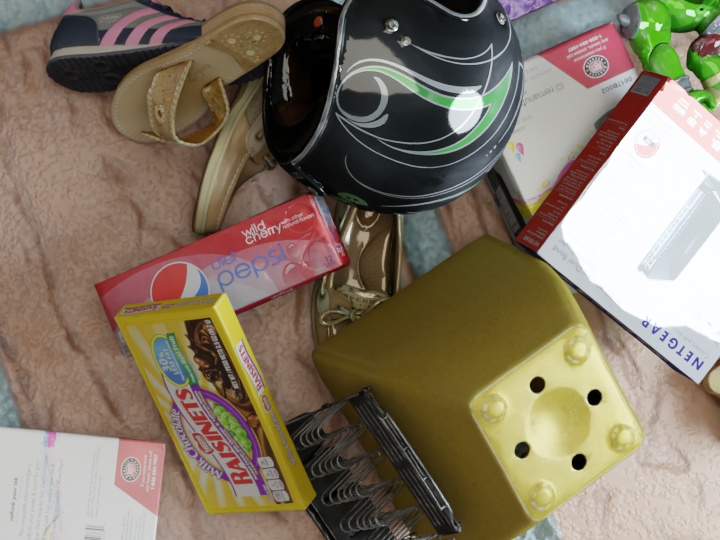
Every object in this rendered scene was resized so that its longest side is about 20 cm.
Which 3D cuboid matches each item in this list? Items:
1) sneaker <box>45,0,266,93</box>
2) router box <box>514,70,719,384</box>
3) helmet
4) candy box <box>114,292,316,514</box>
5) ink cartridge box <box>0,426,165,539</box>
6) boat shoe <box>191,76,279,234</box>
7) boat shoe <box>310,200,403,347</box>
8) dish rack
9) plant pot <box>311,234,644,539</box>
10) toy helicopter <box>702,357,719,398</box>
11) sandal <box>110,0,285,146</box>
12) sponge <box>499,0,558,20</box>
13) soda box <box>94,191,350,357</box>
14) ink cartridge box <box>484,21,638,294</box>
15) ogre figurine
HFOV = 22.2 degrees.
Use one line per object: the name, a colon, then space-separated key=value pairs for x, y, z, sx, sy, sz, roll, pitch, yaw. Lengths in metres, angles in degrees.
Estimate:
sneaker: x=-0.163 y=-0.199 z=1.532 sx=0.200 sy=0.070 sz=0.082 roll=0 pitch=62 yaw=11
router box: x=0.258 y=-0.035 z=1.525 sx=0.200 sy=0.049 sz=0.180 roll=37 pitch=90 yaw=-23
helmet: x=0.035 y=-0.144 z=1.466 sx=0.190 sy=0.200 sz=0.200 roll=9 pitch=84 yaw=-26
candy box: x=-0.117 y=0.111 z=1.491 sx=0.026 sy=0.102 sz=0.200 roll=-51 pitch=127 yaw=-48
ink cartridge box: x=-0.267 y=0.188 z=1.508 sx=0.200 sy=0.067 sz=0.117 roll=7 pitch=84 yaw=-10
boat shoe: x=-0.086 y=-0.117 z=1.559 sx=0.064 sy=0.071 sz=0.200 roll=23 pitch=81 yaw=-5
boat shoe: x=0.000 y=0.000 z=1.566 sx=0.073 sy=0.063 sz=0.200 roll=5 pitch=85 yaw=-8
dish rack: x=0.003 y=0.172 z=1.488 sx=0.055 sy=0.200 sz=0.154 roll=-36 pitch=91 yaw=-22
plant pot: x=0.114 y=0.105 z=1.476 sx=0.194 sy=0.200 sz=0.196 roll=-34 pitch=105 yaw=-16
toy helicopter: x=0.347 y=0.056 z=1.610 sx=0.132 sy=0.079 sz=0.200 roll=-33 pitch=87 yaw=-10
sandal: x=-0.137 y=-0.136 z=1.483 sx=0.078 sy=0.212 sz=0.070 roll=23 pitch=50 yaw=-33
sponge: x=0.128 y=-0.325 z=1.630 sx=0.111 sy=0.030 sz=0.200 roll=-26 pitch=90 yaw=-10
soda box: x=-0.113 y=0.004 z=1.524 sx=0.200 sy=0.063 sz=0.070 roll=-23 pitch=88 yaw=6
ink cartridge box: x=0.188 y=-0.093 z=1.592 sx=0.147 sy=0.086 sz=0.200 roll=-25 pitch=88 yaw=-11
ogre figurine: x=0.299 y=-0.213 z=1.603 sx=0.200 sy=0.098 sz=0.120 roll=-42 pitch=93 yaw=-15
